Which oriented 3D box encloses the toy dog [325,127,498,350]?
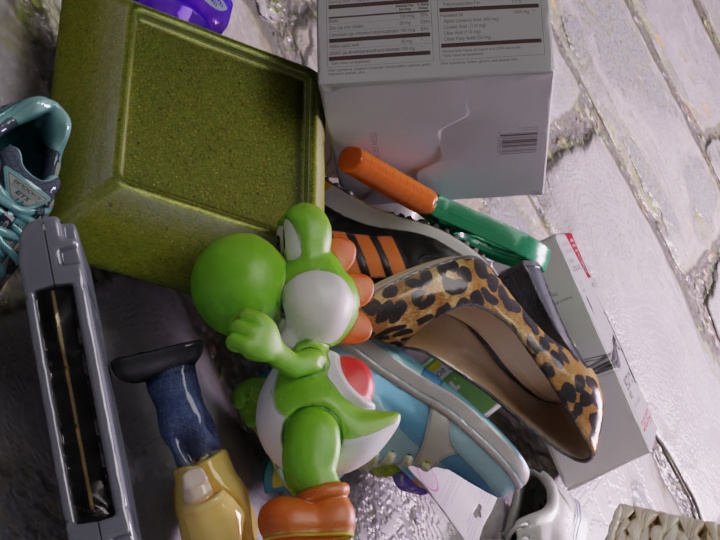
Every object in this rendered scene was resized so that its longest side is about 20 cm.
[{"bbox_3d":[0.033,-0.051,1.215,0.131,0.097,0.201,-20,70,-24],"label":"toy dog"}]

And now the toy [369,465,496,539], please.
[{"bbox_3d":[0.018,0.116,1.149,0.201,0.047,0.115,54,20,-3],"label":"toy"}]

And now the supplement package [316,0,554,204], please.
[{"bbox_3d":[0.054,-0.138,1.094,0.200,0.154,0.112,78,9,-70],"label":"supplement package"}]

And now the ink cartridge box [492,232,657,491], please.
[{"bbox_3d":[0.182,0.075,1.363,0.202,0.083,0.144,67,12,3],"label":"ink cartridge box"}]

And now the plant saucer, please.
[{"bbox_3d":[-0.099,-0.082,0.999,0.198,0.048,0.202,17,54,-26],"label":"plant saucer"}]

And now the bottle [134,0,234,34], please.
[{"bbox_3d":[-0.132,-0.204,1.139,0.084,0.065,0.201,44,37,-32],"label":"bottle"}]

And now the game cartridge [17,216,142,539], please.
[{"bbox_3d":[-0.151,0.084,0.862,0.133,0.040,0.202,95,-17,-76],"label":"game cartridge"}]

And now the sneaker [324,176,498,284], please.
[{"bbox_3d":[0.000,0.000,1.127,0.198,0.070,0.091,25,72,0],"label":"sneaker"}]

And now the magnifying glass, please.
[{"bbox_3d":[0.062,-0.042,1.125,0.199,0.079,0.023,25,83,-39],"label":"magnifying glass"}]

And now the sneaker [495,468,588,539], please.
[{"bbox_3d":[0.134,0.236,1.236,0.071,0.073,0.201,44,26,-14],"label":"sneaker"}]

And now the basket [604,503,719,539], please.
[{"bbox_3d":[0.228,0.297,1.191,0.136,0.122,0.202,-56,156,-55],"label":"basket"}]

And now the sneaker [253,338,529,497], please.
[{"bbox_3d":[0.006,0.120,1.049,0.199,0.131,0.080,37,-7,-2],"label":"sneaker"}]

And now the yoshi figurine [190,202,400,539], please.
[{"bbox_3d":[-0.054,0.061,0.924,0.111,0.112,0.202,12,70,-49],"label":"yoshi figurine"}]

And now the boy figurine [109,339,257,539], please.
[{"bbox_3d":[-0.095,0.143,0.934,0.124,0.064,0.202,168,-92,-82],"label":"boy figurine"}]

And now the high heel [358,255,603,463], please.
[{"bbox_3d":[0.079,0.066,1.013,0.199,0.071,0.144,-4,66,-43],"label":"high heel"}]

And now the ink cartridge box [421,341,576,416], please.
[{"bbox_3d":[0.098,0.073,1.192,0.059,0.104,0.200,52,12,8],"label":"ink cartridge box"}]

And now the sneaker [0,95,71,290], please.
[{"bbox_3d":[-0.215,-0.028,0.868,0.078,0.086,0.201,41,38,-31],"label":"sneaker"}]
